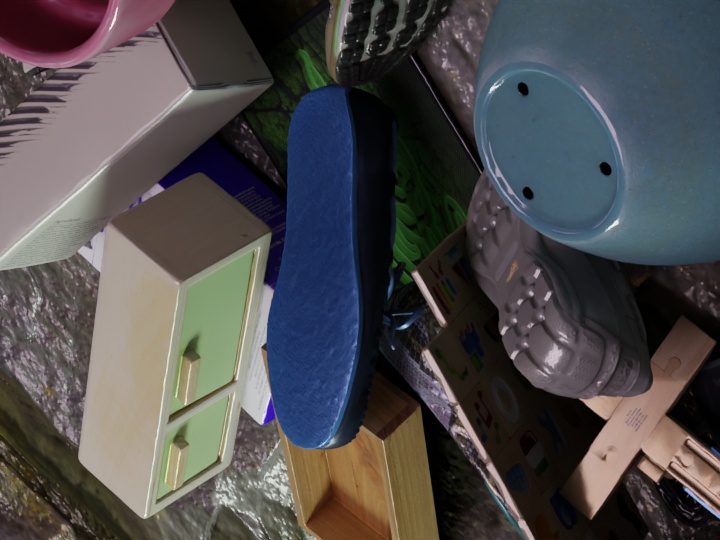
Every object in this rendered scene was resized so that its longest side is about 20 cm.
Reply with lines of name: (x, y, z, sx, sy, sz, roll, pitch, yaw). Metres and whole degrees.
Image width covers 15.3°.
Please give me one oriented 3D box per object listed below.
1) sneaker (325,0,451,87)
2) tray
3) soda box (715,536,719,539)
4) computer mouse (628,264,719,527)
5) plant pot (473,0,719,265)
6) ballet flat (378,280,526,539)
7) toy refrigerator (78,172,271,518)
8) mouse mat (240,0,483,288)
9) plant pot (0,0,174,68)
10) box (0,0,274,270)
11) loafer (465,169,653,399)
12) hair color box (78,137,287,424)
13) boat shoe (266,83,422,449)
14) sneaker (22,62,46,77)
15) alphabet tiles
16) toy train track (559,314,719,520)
sneaker: (0.002, -0.194, 1.420, 0.089, 0.077, 0.201, 40, 135, 41)
tray: (-0.002, 0.118, 1.599, 0.099, 0.037, 0.200, 36, 154, 28)
soda box: (0.260, 0.182, 1.374, 0.199, 0.070, 0.064, 4, 119, 46)
computer mouse: (0.193, 0.042, 1.382, 0.141, 0.046, 0.200, 59, 148, 6)
plant pot: (0.132, -0.082, 1.287, 0.200, 0.135, 0.201, 27, 133, 33)
ballet flat: (0.086, 0.084, 1.504, 0.201, 0.072, 0.072, 51, 141, 4)
toy refrigerator: (-0.109, 0.048, 1.580, 0.070, 0.076, 0.201, 38, 138, 25)
mouse mat: (0.010, -0.055, 1.542, 0.200, 0.008, 0.161, 58, 142, 0)
plant pot: (-0.133, -0.233, 1.439, 0.200, 0.179, 0.201, 27, 132, 33)
box: (-0.150, -0.081, 1.558, 0.200, 0.082, 0.069, -38, 75, 32)
loafer: (0.102, 0.000, 1.376, 0.070, 0.070, 0.200, -57, 25, 29)
hair color box: (-0.097, -0.014, 1.638, 0.200, 0.065, 0.110, 41, 140, 21)
boat shoe: (0.000, 0.000, 1.478, 0.084, 0.068, 0.201, 11, 94, 40)
sneaker: (-0.158, -0.180, 1.592, 0.200, 0.076, 0.088, -17, 96, 51)
alphabet tiles: (0.092, 0.072, 1.415, 0.006, 0.166, 0.201, -26, 97, 26)
toy train track: (0.178, 0.101, 1.367, 0.200, 0.032, 0.115, 40, 107, 21)
